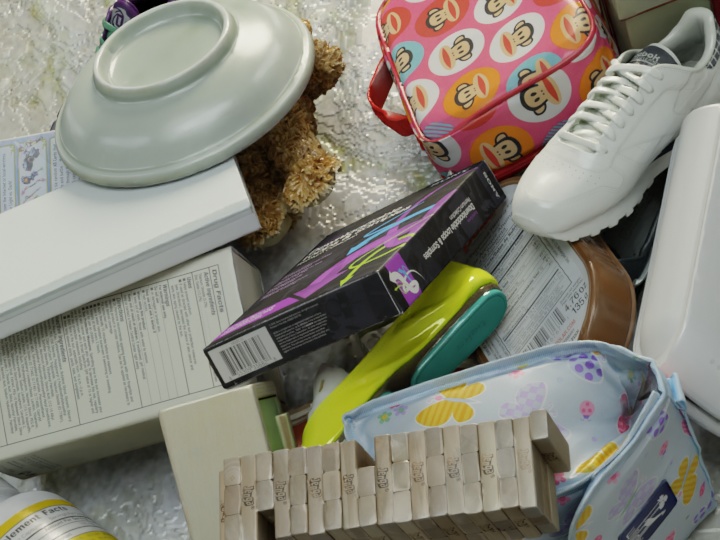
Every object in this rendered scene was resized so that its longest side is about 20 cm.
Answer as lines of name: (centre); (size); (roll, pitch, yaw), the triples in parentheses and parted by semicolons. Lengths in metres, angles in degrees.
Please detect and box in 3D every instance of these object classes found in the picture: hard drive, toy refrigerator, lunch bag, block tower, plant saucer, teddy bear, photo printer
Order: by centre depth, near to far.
block tower: (0.016, 0.126, 1.117); (0.199, 0.054, 0.058); (-11, 62, 15)
lunch bag: (0.110, 0.136, 1.208); (0.199, 0.170, 0.128); (-19, 56, 6)
toy refrigerator: (-0.061, 0.173, 1.244); (0.069, 0.076, 0.201); (-16, 86, 8)
photo printer: (0.256, 0.016, 1.250); (0.166, 0.069, 0.201); (26, 62, -18)
hard drive: (-0.173, -0.028, 1.360); (0.199, 0.026, 0.132); (-24, 33, 0)
plant saucer: (-0.132, -0.141, 1.413); (0.199, 0.050, 0.201); (-14, 39, 12)
lunch bag: (0.086, -0.151, 1.415); (0.175, 0.082, 0.201); (-29, 40, 13)
teddy bear: (-0.069, -0.108, 1.458); (0.145, 0.066, 0.201); (-28, 53, 47)

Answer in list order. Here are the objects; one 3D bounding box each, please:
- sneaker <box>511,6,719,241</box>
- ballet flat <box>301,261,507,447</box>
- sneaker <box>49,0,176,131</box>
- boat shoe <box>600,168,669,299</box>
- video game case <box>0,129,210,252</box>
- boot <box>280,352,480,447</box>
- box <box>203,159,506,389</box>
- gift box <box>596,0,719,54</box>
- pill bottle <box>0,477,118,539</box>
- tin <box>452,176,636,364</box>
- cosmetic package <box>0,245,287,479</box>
sneaker: (0.166, -0.095, 1.297); (0.076, 0.081, 0.200); (28, 54, 32)
ballet flat: (0.011, 0.069, 1.269); (0.067, 0.067, 0.200); (33, 69, 27)
sneaker: (-0.192, -0.158, 1.532); (0.074, 0.088, 0.201); (23, 69, 28)
boat shoe: (0.161, -0.007, 1.345); (0.075, 0.060, 0.201); (17, 66, 26)
video game case: (-0.198, -0.005, 1.443); (0.180, 0.045, 0.202); (-9, 72, 12)
boot: (0.001, 0.123, 1.323); (0.199, 0.075, 0.108); (-23, 75, -4)
box: (0.000, 0.000, 1.296); (0.142, 0.036, 0.200); (-25, 9, 30)
gift box: (0.246, -0.248, 1.388); (0.199, 0.187, 0.185); (-25, 56, 3)
pill bottle: (-0.199, 0.213, 1.297); (0.199, 0.111, 0.111); (31, 73, 31)
tin: (0.113, 0.013, 1.309); (0.112, 0.042, 0.200); (-51, 32, 15)
cosmetic package: (-0.160, 0.064, 1.348); (0.199, 0.073, 0.104); (-15, 73, 10)
